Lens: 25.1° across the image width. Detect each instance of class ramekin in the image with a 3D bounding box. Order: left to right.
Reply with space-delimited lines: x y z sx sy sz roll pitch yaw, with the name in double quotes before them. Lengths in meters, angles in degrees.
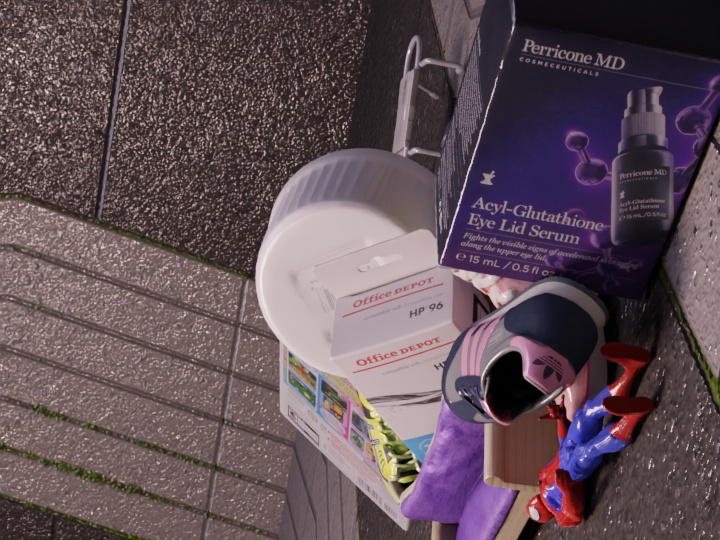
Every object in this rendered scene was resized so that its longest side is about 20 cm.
"ramekin" 0.000 0.000 1.466 0.098 0.198 0.202 -63 -13 -61

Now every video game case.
"video game case" -0.010 0.150 1.637 0.024 0.200 0.183 -35 -29 -27

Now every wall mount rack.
"wall mount rack" 0.080 -0.190 2.064 0.174 0.074 0.202 152 127 -78

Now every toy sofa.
"toy sofa" 0.093 0.186 1.313 0.201 0.096 0.083 108 169 -50

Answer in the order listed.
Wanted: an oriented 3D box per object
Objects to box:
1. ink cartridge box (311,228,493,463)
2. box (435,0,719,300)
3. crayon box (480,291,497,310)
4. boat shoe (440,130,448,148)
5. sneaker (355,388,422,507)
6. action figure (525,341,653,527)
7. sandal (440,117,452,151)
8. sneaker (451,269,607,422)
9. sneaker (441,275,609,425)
"ink cartridge box" 0.053 0.065 1.309 0.200 0.115 0.068 50 -149 -38
"box" 0.140 -0.096 1.057 0.105 0.146 0.201 -89 9 -49
"crayon box" 0.107 -0.051 1.373 0.126 0.051 0.201 94 -171 -52
"boat shoe" 0.124 -0.168 1.336 0.075 0.061 0.201 85 -153 -66
"sneaker" 0.042 0.142 1.449 0.201 0.075 0.077 70 -174 -46
"action figure" 0.151 0.125 1.124 0.201 0.051 0.066 104 167 -53
"sandal" 0.108 -0.127 1.554 0.200 0.042 0.077 -54 -29 -57
"sneaker" 0.115 0.017 1.180 0.075 0.103 0.203 124 139 -74
"sneaker" 0.095 0.075 1.109 0.082 0.070 0.200 -58 2 -31
